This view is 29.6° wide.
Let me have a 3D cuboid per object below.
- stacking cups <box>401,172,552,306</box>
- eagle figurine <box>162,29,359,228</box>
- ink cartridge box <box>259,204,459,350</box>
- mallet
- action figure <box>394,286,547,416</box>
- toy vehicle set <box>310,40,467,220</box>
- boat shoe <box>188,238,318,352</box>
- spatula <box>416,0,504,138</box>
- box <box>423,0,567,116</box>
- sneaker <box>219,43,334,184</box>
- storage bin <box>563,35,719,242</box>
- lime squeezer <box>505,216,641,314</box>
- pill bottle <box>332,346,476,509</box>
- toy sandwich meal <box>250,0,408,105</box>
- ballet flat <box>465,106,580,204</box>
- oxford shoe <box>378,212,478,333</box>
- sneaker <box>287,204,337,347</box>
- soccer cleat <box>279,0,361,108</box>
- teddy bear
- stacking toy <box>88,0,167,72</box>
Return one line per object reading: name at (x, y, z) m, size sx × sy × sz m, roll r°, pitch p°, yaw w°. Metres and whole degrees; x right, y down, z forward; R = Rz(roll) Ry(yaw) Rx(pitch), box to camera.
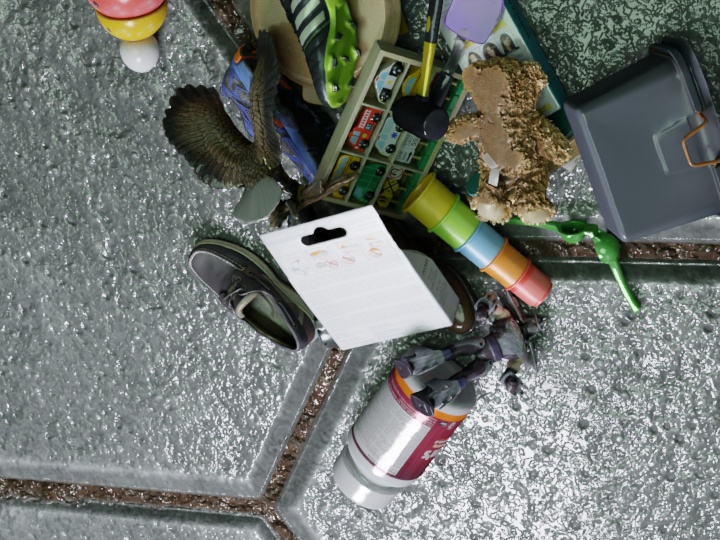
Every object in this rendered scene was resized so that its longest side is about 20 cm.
stacking cups at (0.140, -0.030, 1.617) m, size 0.200 × 0.061 × 0.060 m, roll 41°, pitch 118°, yaw -12°
eagle figurine at (-0.124, -0.149, 1.553) m, size 0.201 × 0.151 × 0.151 m, roll 58°, pitch 159°, yaw -10°
ink cartridge box at (0.000, 0.000, 1.585) m, size 0.159 × 0.047 × 0.200 m, roll -14°, pitch 128°, yaw 30°
mallet at (0.082, -0.240, 1.489) m, size 0.066 × 0.041 × 0.201 m, roll 39°, pitch 127°, yaw 44°
action figure at (0.145, 0.101, 1.626) m, size 0.199 × 0.069 × 0.131 m, roll -26°, pitch 92°, yaw -19°
toy vehicle set at (0.035, -0.160, 1.589) m, size 0.123 × 0.027 × 0.201 m, roll 11°, pitch 120°, yaw -25°
boat shoe at (-0.141, 0.033, 1.742) m, size 0.200 × 0.065 × 0.072 m, roll 37°, pitch 119°, yaw 3°
spatula at (0.102, -0.231, 1.522) m, size 0.056 × 0.021 × 0.201 m, roll 29°, pitch 125°, yaw 8°
box at (0.149, -0.257, 1.535) m, size 0.082 × 0.049 × 0.201 m, roll -25°, pitch 101°, yaw 26°
sneaker at (-0.095, -0.179, 1.649) m, size 0.078 × 0.075 × 0.201 m, roll -35°, pitch 91°, yaw 41°
storage bin at (0.310, -0.128, 1.453) m, size 0.134 × 0.146 × 0.201 m, roll -23°, pitch 105°, yaw 2°
lime squeezer at (0.260, -0.030, 1.602) m, size 0.199 × 0.038 × 0.071 m, roll 33°, pitch 149°, yaw 3°
pill bottle at (0.051, 0.202, 1.718) m, size 0.109 × 0.110 × 0.201 m, roll 35°, pitch 118°, yaw 3°
toy sandwich meal at (-0.032, -0.298, 1.576) m, size 0.204 × 0.070 × 0.207 m, roll 6°, pitch 109°, yaw 17°
ballet flat at (0.211, -0.130, 1.568) m, size 0.200 × 0.069 × 0.063 m, roll -34°, pitch 125°, yaw 30°
oxford shoe at (0.061, 0.010, 1.654) m, size 0.200 × 0.084 × 0.073 m, roll 43°, pitch 116°, yaw -3°
sneaker at (-0.035, -0.004, 1.696) m, size 0.081 × 0.073 × 0.201 m, roll -14°, pitch 114°, yaw 13°
soccer cleat at (-0.050, -0.282, 1.519) m, size 0.081 × 0.067 × 0.202 m, roll 5°, pitch 109°, yaw 36°
teddy bear at (0.167, -0.142, 1.512) m, size 0.144 × 0.067 × 0.201 m, roll -12°, pitch 105°, yaw 40°
stacking toy at (-0.275, -0.326, 1.629) m, size 0.145 × 0.146 × 0.201 m, roll 6°, pitch 128°, yaw 17°
